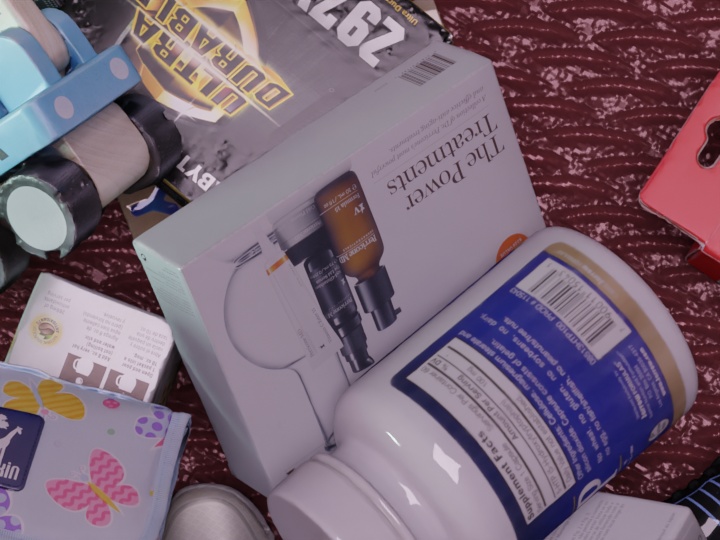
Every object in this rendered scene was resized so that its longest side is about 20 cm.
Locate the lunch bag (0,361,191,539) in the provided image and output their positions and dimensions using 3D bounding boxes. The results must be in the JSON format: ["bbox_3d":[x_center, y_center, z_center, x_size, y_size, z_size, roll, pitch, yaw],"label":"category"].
[{"bbox_3d":[-0.184,0.140,1.229,0.169,0.127,0.200,17,79,0],"label":"lunch bag"}]

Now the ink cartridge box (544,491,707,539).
[{"bbox_3d":[0.054,0.176,1.314,0.200,0.050,0.162,5,46,38],"label":"ink cartridge box"}]

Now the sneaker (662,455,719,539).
[{"bbox_3d":[0.199,0.124,1.374,0.200,0.070,0.078,-13,73,-2],"label":"sneaker"}]

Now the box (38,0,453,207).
[{"bbox_3d":[-0.074,-0.121,1.395,0.200,0.049,0.160,40,82,7],"label":"box"}]

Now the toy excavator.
[{"bbox_3d":[-0.176,-0.110,1.302,0.200,0.194,0.100,55,42,-7],"label":"toy excavator"}]

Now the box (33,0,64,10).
[{"bbox_3d":[-0.264,-0.202,1.385,0.200,0.044,0.160,-9,73,7],"label":"box"}]

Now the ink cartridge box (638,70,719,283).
[{"bbox_3d":[0.254,-0.024,1.382,0.200,0.067,0.116,34,85,3],"label":"ink cartridge box"}]

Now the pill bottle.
[{"bbox_3d":[0.057,0.082,1.287,0.200,0.120,0.120,-39,86,-18],"label":"pill bottle"}]

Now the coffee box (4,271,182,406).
[{"bbox_3d":[-0.160,0.110,1.348,0.080,0.114,0.200,21,85,2],"label":"coffee box"}]

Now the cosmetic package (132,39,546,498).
[{"bbox_3d":[0.000,0.000,1.323,0.200,0.052,0.151,-35,126,-21],"label":"cosmetic package"}]

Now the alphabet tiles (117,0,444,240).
[{"bbox_3d":[-0.035,-0.067,1.417,0.200,0.006,0.167,-22,85,-2],"label":"alphabet tiles"}]

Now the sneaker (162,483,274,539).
[{"bbox_3d":[-0.070,0.209,1.356,0.075,0.081,0.200,-6,83,1],"label":"sneaker"}]
